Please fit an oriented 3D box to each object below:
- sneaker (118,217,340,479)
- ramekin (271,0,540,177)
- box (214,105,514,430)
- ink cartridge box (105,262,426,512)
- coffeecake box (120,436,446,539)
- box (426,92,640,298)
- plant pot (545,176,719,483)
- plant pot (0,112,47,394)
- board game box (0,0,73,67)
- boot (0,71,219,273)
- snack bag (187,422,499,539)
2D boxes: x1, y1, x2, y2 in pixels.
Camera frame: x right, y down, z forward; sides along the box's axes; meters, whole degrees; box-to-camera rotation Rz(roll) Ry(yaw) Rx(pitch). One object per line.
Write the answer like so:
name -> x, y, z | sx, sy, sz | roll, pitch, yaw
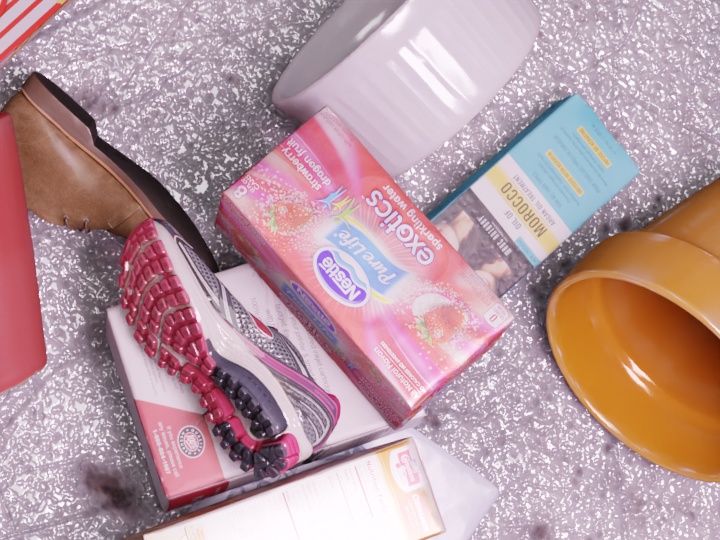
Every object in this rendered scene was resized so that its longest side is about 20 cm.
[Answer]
sneaker -> -0.095, 0.049, 1.589 | 0.074, 0.081, 0.201 | -30, 82, -41
ramekin -> 0.038, -0.159, 1.673 | 0.098, 0.200, 0.201 | 46, 76, -14
box -> 0.000, 0.000, 1.594 | 0.102, 0.095, 0.200 | -39, 84, -13
ink cartridge box -> -0.070, 0.073, 1.661 | 0.199, 0.083, 0.148 | -17, 80, -11
coffeecake box -> -0.057, 0.187, 1.611 | 0.199, 0.153, 0.074 | -19, 86, -14
box -> 0.113, -0.041, 1.752 | 0.200, 0.049, 0.082 | -42, 95, -14
plant pot -> 0.271, 0.024, 1.725 | 0.200, 0.200, 0.183 | 48, 60, -5
plant pot -> -0.309, 0.004, 1.580 | 0.199, 0.200, 0.179 | -20, 100, -15
board game box -> -0.290, -0.216, 1.629 | 0.151, 0.046, 0.200 | 44, 51, -7
boot -> -0.189, -0.050, 1.677 | 0.200, 0.074, 0.076 | 43, 95, -2
snack bag -> -0.015, 0.184, 1.710 | 0.199, 0.021, 0.189 | 33, 77, -6
